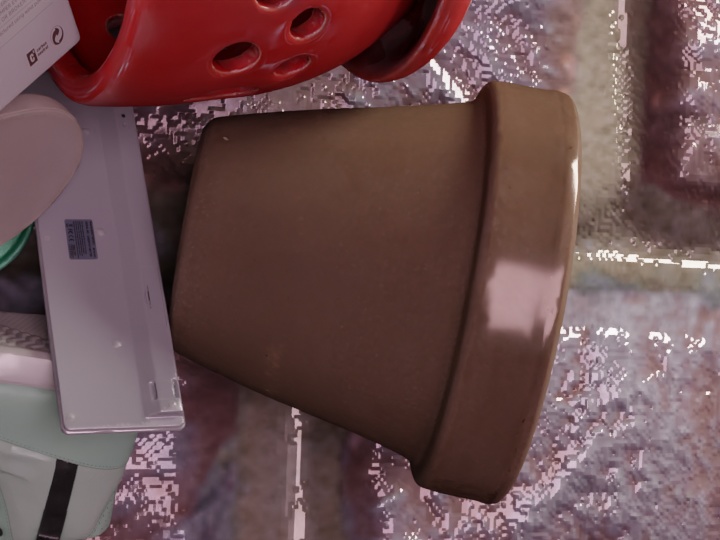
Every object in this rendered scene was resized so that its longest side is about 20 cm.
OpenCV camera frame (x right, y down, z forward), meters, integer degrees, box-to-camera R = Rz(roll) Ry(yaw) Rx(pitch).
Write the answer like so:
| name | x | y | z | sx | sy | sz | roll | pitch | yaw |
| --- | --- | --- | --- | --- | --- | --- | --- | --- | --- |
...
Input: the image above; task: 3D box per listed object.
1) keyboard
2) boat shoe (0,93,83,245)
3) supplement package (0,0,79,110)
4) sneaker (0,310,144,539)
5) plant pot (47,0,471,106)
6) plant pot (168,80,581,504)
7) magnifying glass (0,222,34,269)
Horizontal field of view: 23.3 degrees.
| name | x | y | z | sx | sy | sz | roll | pitch | yaw |
| --- | --- | --- | --- | --- | --- | --- | --- | --- | --- |
| keyboard | -0.123 | -0.014 | 0.811 | 0.056 | 0.011 | 0.202 | -3 | 57 | -16 |
| boat shoe | -0.227 | -0.038 | 0.774 | 0.199 | 0.093 | 0.075 | -30 | 140 | -29 |
| supplement package | -0.243 | -0.132 | 0.668 | 0.192 | 0.146 | 0.201 | -50 | 140 | -38 |
| sneaker | -0.203 | 0.075 | 0.809 | 0.198 | 0.074 | 0.119 | 10 | 112 | -5 |
| plant pot | -0.048 | -0.179 | 0.795 | 0.181 | 0.200 | 0.203 | -5 | 94 | -26 |
| plant pot | 0.000 | 0.000 | 0.841 | 0.172 | 0.200 | 0.203 | 9 | 88 | -3 |
| magnifying glass | -0.237 | -0.072 | 0.817 | 0.200 | 0.022 | 0.080 | 41 | 77 | -17 |
